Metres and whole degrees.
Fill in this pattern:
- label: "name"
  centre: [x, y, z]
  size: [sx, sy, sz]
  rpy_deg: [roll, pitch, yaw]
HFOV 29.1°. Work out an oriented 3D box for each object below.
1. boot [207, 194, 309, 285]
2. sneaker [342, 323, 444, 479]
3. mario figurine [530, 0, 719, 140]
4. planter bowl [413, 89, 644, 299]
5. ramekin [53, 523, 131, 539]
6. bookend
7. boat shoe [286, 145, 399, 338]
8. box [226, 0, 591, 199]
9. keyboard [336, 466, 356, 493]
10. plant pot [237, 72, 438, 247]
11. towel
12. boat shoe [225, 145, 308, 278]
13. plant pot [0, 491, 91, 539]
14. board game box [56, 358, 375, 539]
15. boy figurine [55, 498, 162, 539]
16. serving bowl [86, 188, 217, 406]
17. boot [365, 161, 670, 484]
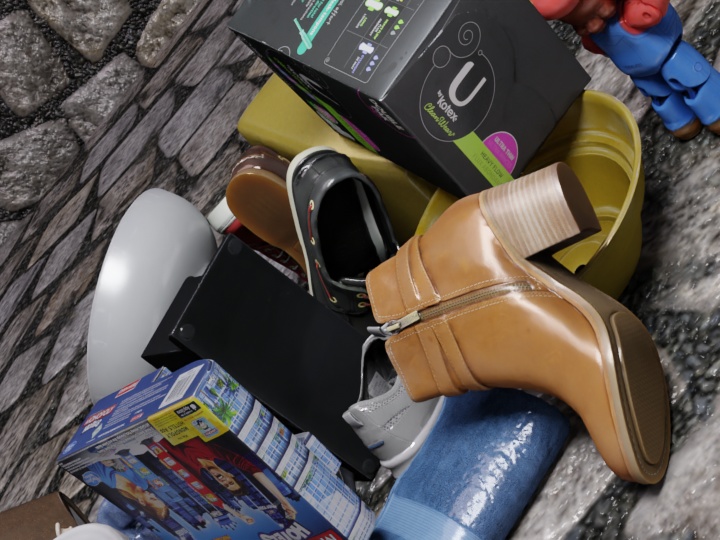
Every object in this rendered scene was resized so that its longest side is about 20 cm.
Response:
- label: "boot"
  centre: [-0.059, -0.024, 1.259]
  size: [0.072, 0.144, 0.200]
  rpy_deg: [-44, -5, 8]
- label: "sneaker"
  centre: [0.043, 0.054, 1.039]
  size: [0.074, 0.082, 0.201]
  rpy_deg: [-32, 28, 40]
- label: "mario figurine"
  centre: [0.196, -0.187, 0.958]
  size: [0.123, 0.200, 0.107]
  rpy_deg: [-34, 27, 35]
- label: "planter bowl"
  centre: [0.132, -0.019, 0.958]
  size: [0.199, 0.083, 0.202]
  rpy_deg: [-34, 35, 28]
- label: "ramekin"
  centre: [-0.205, 0.306, 1.068]
  size: [0.201, 0.094, 0.204]
  rpy_deg: [-29, 43, 31]
- label: "bookend"
  centre: [-0.092, 0.078, 1.115]
  size: [0.199, 0.198, 0.093]
  rpy_deg: [-13, 43, 59]
- label: "boat shoe"
  centre: [-0.002, 0.001, 1.086]
  size: [0.073, 0.203, 0.063]
  rpy_deg: [-27, 32, -13]
- label: "box"
  centre: [0.031, -0.154, 0.976]
  size: [0.125, 0.148, 0.199]
  rpy_deg: [-54, 43, -4]
- label: "keyboard"
  centre: [-0.059, 0.203, 1.094]
  size: [0.199, 0.039, 0.105]
  rpy_deg: [-27, 54, 44]
- label: "plant pot"
  centre: [0.054, -0.116, 1.167]
  size: [0.196, 0.194, 0.200]
  rpy_deg: [-52, 34, -4]
- label: "towel"
  centre: [0.051, 0.161, 0.896]
  size: [0.201, 0.048, 0.111]
  rpy_deg: [-55, 22, -11]
- label: "boat shoe"
  centre: [-0.027, -0.027, 1.159]
  size: [0.070, 0.200, 0.071]
  rpy_deg: [-37, 17, 22]
- label: "plant pot"
  centre: [-0.333, 0.307, 1.301]
  size: [0.199, 0.188, 0.187]
  rpy_deg: [-38, 19, -9]
- label: "board game box"
  centre: [-0.076, 0.151, 0.931]
  size: [0.199, 0.200, 0.062]
  rpy_deg: [-26, 25, 49]
- label: "boy figurine"
  centre: [-0.207, 0.252, 1.181]
  size: [0.065, 0.123, 0.202]
  rpy_deg: [-101, 34, -71]
- label: "serving bowl"
  centre: [-0.162, 0.036, 1.180]
  size: [0.200, 0.065, 0.203]
  rpy_deg: [12, -90, -80]
- label: "boot"
  centre: [0.092, 0.053, 0.836]
  size: [0.154, 0.073, 0.202]
  rpy_deg: [-28, 68, 29]
